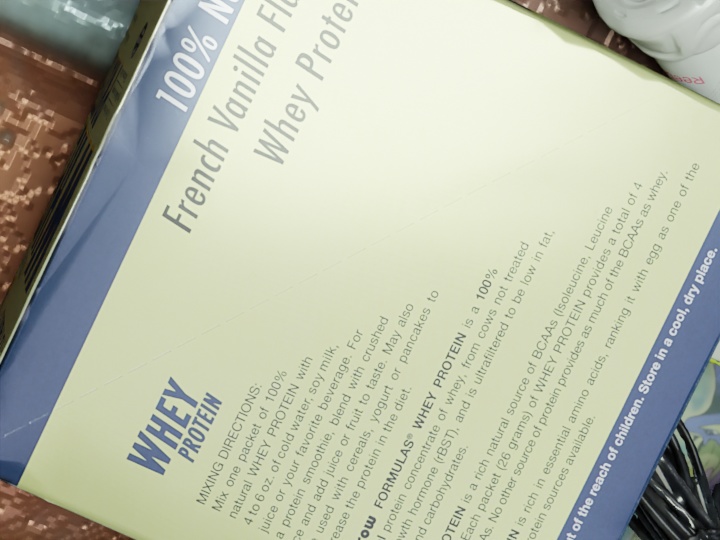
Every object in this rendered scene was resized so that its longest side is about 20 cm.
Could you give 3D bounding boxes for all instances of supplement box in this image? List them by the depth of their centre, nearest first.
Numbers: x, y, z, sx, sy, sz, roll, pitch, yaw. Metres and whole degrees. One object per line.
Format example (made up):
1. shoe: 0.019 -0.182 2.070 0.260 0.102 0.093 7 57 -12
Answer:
1. supplement box: 0.000 0.000 0.794 0.199 0.134 0.200 24 95 -10

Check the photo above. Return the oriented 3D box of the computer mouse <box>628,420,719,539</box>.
1. computer mouse: 0.172 0.104 0.877 0.200 0.139 0.053 3 128 -37

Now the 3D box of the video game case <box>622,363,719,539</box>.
1. video game case: 0.129 0.029 0.914 0.200 0.022 0.183 -1 103 -16

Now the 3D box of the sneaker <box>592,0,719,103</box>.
1. sneaker: 0.164 -0.139 0.867 0.200 0.078 0.099 -49 136 -7

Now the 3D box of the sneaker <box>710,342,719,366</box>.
1. sneaker: 0.188 0.013 0.819 0.075 0.200 0.077 -30 135 -53
